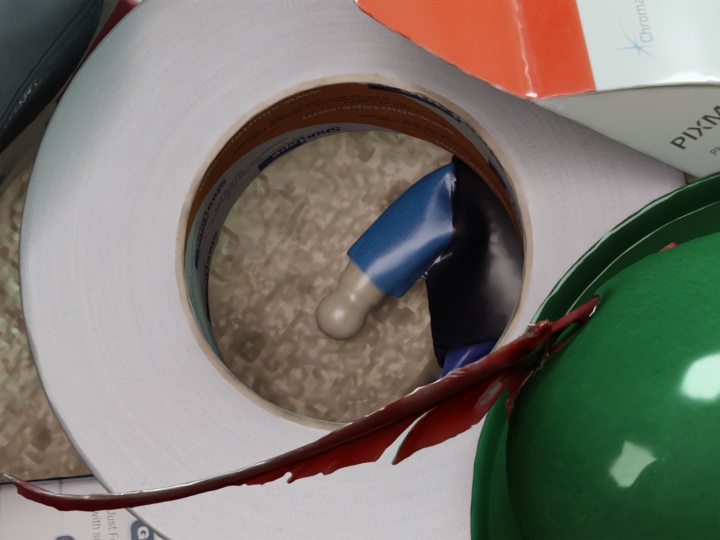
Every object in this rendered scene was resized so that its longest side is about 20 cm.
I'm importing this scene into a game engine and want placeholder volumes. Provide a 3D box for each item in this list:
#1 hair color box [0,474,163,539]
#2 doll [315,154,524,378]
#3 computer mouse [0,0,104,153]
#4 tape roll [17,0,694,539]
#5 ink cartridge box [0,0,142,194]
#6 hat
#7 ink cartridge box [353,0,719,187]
[{"bbox_3d":[-0.119,0.119,0.929,0.199,0.061,0.101,-6,85,8],"label":"hair color box"},{"bbox_3d":[0.054,0.015,0.920,0.136,0.048,0.201,-2,86,7],"label":"doll"},{"bbox_3d":[-0.142,-0.036,0.804,0.138,0.053,0.201,31,92,-1],"label":"computer mouse"},{"bbox_3d":[0.000,0.000,0.868,0.199,0.066,0.202,-1,79,3],"label":"tape roll"},{"bbox_3d":[-0.168,-0.041,0.904,0.085,0.146,0.200,44,92,5],"label":"ink cartridge box"},{"bbox_3d":[0.064,0.028,0.711,0.165,0.176,0.201,26,81,35],"label":"hat"},{"bbox_3d":[0.074,-0.111,0.833,0.047,0.199,0.161,-36,47,34],"label":"ink cartridge box"}]
